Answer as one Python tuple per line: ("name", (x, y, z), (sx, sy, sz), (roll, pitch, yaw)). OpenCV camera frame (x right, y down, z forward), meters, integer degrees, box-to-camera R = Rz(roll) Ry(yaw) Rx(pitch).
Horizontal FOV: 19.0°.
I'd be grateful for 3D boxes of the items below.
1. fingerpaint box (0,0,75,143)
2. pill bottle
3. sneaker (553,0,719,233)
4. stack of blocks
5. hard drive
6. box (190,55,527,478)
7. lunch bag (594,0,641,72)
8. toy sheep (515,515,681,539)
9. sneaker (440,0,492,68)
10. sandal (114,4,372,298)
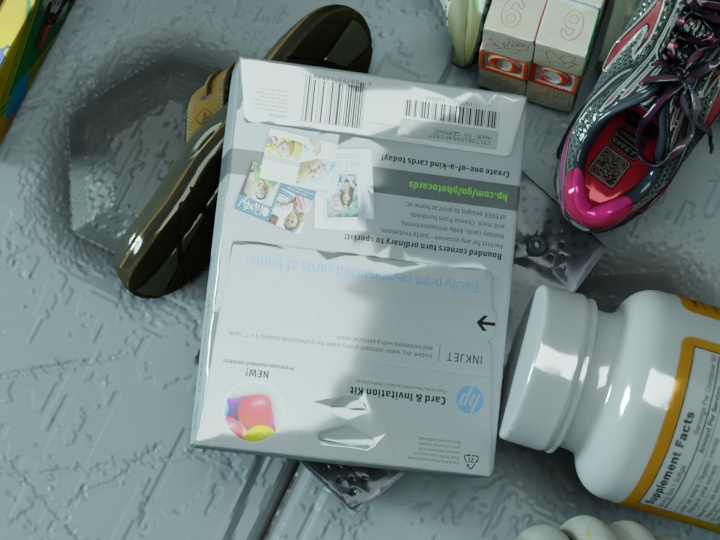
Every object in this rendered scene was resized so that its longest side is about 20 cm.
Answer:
("fingerpaint box", (-0.262, -0.180, 1.196), (0.199, 0.073, 0.167), (25, 76, 6))
("pill bottle", (0.176, 0.075, 1.107), (0.199, 0.111, 0.112), (17, 76, -4))
("sneaker", (0.168, -0.105, 1.110), (0.080, 0.075, 0.201), (28, 102, 3))
("stack of blocks", (0.122, -0.203, 1.184), (0.058, 0.115, 0.201), (17, 75, 7))
("hard drive", (0.022, 0.021, 1.165), (0.135, 0.042, 0.200), (42, 78, 9))
("box", (0.000, 0.000, 1.114), (0.155, 0.041, 0.201), (6, 81, -8))
("lunch bag", (0.232, -0.177, 1.184), (0.163, 0.118, 0.201), (16, 82, 3))
("toy sheep", (0.121, 0.188, 1.080), (0.199, 0.138, 0.139), (3, 75, -14))
("sneaker", (0.028, -0.210, 1.200), (0.088, 0.077, 0.201), (-9, 97, 12))
("sandal", (-0.071, -0.072, 1.182), (0.055, 0.082, 0.200), (36, 84, 30))
